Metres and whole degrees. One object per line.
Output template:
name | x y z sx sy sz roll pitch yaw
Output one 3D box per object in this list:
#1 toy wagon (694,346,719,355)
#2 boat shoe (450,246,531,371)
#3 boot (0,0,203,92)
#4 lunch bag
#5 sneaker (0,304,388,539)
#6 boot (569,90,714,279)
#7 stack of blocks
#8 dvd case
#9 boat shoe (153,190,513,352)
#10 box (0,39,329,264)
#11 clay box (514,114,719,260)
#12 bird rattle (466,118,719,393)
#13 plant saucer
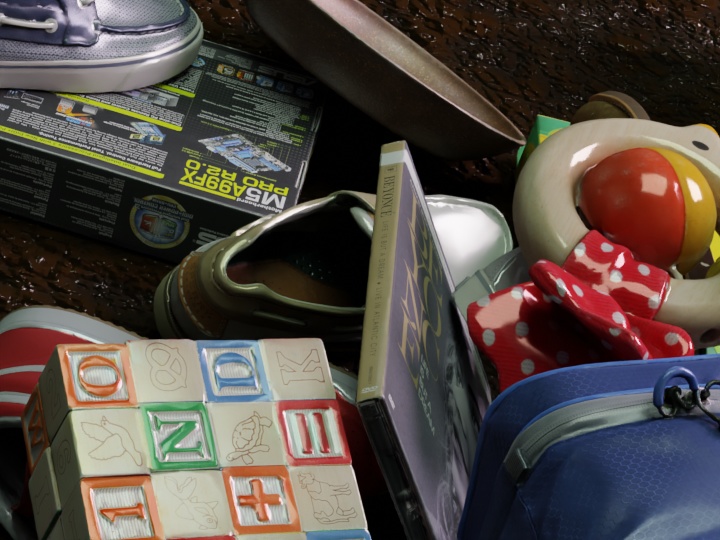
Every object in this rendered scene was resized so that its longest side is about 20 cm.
toy wagon | 0.207 0.076 1.104 0.198 0.040 0.156 12 52 -8
boat shoe | 0.122 0.071 1.038 0.200 0.068 0.072 54 2 22
boot | -0.163 -0.145 1.164 0.199 0.091 0.073 -8 41 -33
lunch bag | 0.108 0.124 0.884 0.135 0.201 0.133 -3 36 -20
sneaker | -0.079 0.081 0.975 0.198 0.072 0.113 12 29 5
boot | 0.123 -0.029 1.153 0.075 0.074 0.200 -15 32 1
stack of blocks | -0.054 0.128 0.869 0.114 0.059 0.201 -1 59 -26
dvd case | 0.032 0.055 1.008 0.016 0.149 0.201 -13 31 12
boat shoe | 0.000 0.000 1.110 0.199 0.068 0.075 -16 78 -32
box | -0.124 -0.076 1.206 0.198 0.045 0.161 16 34 -2
clay box | 0.146 -0.018 1.242 0.114 0.048 0.201 13 36 -8
bird rattle | 0.131 -0.001 1.018 0.198 0.113 0.164 -12 49 -17
plant saucer | 0.004 -0.118 1.276 0.200 0.037 0.200 35 9 -7
